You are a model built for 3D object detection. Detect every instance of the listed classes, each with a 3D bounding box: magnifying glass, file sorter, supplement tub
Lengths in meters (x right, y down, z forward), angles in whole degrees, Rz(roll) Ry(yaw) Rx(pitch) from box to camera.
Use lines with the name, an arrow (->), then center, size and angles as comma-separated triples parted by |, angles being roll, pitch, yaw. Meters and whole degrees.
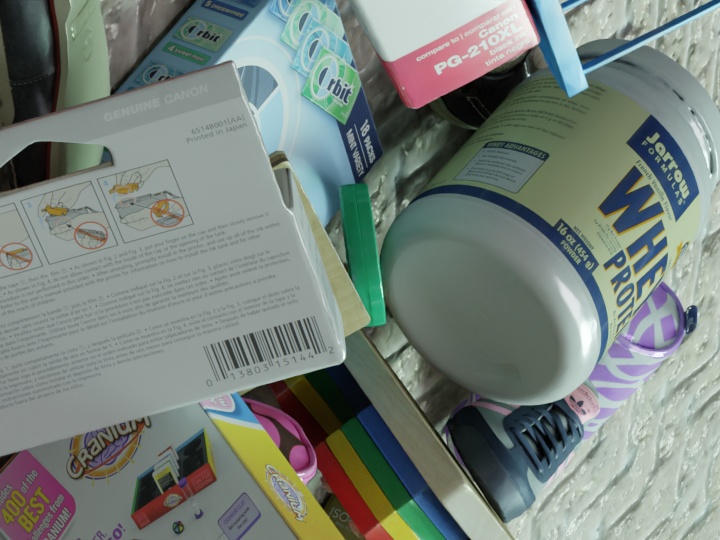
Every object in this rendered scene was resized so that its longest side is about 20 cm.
magnifying glass -> 0.000, 0.000, 1.426 | 0.200, 0.022, 0.080 | 80, 2, -81
file sorter -> 0.112, -0.227, 1.334 | 0.122, 0.200, 0.139 | -26, 142, 0
supplement tub -> 0.119, -0.033, 1.464 | 0.200, 0.145, 0.145 | -48, 144, -35

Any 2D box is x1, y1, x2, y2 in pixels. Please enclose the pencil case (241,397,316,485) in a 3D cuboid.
pencil case -> -0.108, 0.154, 1.332 | 0.200, 0.093, 0.091 | -57, -165, 21

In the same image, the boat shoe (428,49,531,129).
boat shoe -> 0.072, -0.139, 1.490 | 0.072, 0.065, 0.200 | -59, 150, -17

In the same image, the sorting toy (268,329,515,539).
sorting toy -> 0.020, 0.121, 1.472 | 0.070, 0.200, 0.199 | -36, 142, 0

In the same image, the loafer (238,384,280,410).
loafer -> -0.063, 0.117, 1.435 | 0.200, 0.073, 0.071 | 89, -3, -50

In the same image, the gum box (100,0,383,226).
gum box -> -0.075, -0.055, 1.337 | 0.200, 0.044, 0.170 | -52, 146, -26

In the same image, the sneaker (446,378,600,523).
sneaker -> 0.103, 0.095, 1.484 | 0.082, 0.070, 0.200 | -30, -175, 9

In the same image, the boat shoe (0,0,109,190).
boat shoe -> -0.157, -0.105, 1.162 | 0.071, 0.062, 0.201 | -67, 163, -54

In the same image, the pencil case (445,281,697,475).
pencil case -> 0.132, 0.068, 1.628 | 0.200, 0.084, 0.086 | -49, -150, 41

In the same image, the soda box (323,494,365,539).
soda box -> 0.041, 0.200, 1.660 | 0.064, 0.068, 0.200 | -59, 148, -14

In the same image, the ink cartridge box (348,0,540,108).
ink cartridge box -> 0.007, -0.204, 1.256 | 0.084, 0.145, 0.200 | -27, 143, 2

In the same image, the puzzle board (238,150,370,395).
puzzle board -> -0.104, 0.030, 1.284 | 0.199, 0.017, 0.151 | -29, 141, -1

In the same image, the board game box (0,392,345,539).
board game box -> -0.093, 0.145, 1.242 | 0.153, 0.200, 0.040 | -46, 155, 20

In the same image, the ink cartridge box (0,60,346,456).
ink cartridge box -> -0.125, -0.009, 1.163 | 0.045, 0.199, 0.177 | -96, 169, -57
